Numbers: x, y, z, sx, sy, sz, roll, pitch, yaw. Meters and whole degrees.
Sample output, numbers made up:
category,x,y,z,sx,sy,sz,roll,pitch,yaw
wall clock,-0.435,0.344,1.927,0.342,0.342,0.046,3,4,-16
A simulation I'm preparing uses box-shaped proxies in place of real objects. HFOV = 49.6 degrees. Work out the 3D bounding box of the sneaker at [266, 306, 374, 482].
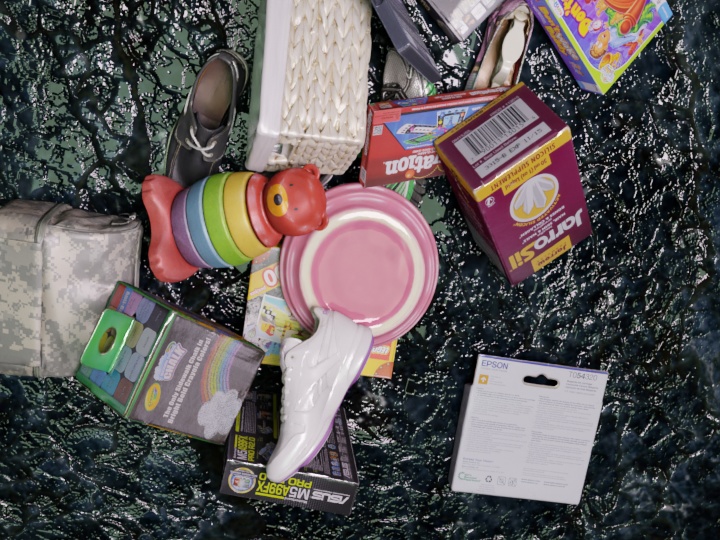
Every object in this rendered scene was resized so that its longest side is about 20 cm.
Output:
category,x,y,z,sx,sy,sz,roll,pitch,yaw
sneaker,-0.065,0.136,0.877,0.098,0.075,0.203,30,70,-6

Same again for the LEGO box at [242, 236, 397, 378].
category,x,y,z,sx,sy,sz,roll,pitch,yaw
LEGO box,-0.049,0.045,1.001,0.195,0.077,0.153,7,102,-8

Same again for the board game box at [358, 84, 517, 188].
category,x,y,z,sx,sy,sz,roll,pitch,yaw
board game box,0.095,-0.158,0.916,0.196,0.020,0.104,-12,136,-21

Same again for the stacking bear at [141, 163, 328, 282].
category,x,y,z,sx,sy,sz,roll,pitch,yaw
stacking bear,-0.132,-0.064,0.888,0.195,0.113,0.125,-11,82,18

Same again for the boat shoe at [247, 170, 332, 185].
category,x,y,z,sx,sy,sz,roll,pitch,yaw
boat shoe,-0.109,-0.102,0.969,0.198,0.057,0.068,-33,105,2

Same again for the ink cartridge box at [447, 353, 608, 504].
category,x,y,z,sx,sy,sz,roll,pitch,yaw
ink cartridge box,0.233,0.220,1.096,0.191,0.043,0.205,9,100,-8

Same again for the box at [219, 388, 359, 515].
category,x,y,z,sx,sy,sz,roll,pitch,yaw
box,-0.090,0.218,0.974,0.156,0.200,0.045,13,104,-11

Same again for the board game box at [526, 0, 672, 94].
category,x,y,z,sx,sy,sz,roll,pitch,yaw
board game box,0.276,-0.333,0.930,0.135,0.045,0.200,-48,123,-1

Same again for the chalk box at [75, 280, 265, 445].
category,x,y,z,sx,sy,sz,roll,pitch,yaw
chalk box,-0.231,0.100,0.888,0.199,0.122,0.127,33,80,-47

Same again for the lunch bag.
category,x,y,z,sx,sy,sz,roll,pitch,yaw
lunch bag,-0.345,0.026,0.928,0.163,0.140,0.205,6,104,-8

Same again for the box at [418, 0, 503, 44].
category,x,y,z,sx,sy,sz,roll,pitch,yaw
box,0.136,-0.402,0.930,0.200,0.049,0.161,-43,102,3

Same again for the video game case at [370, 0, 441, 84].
category,x,y,z,sx,sy,sz,roll,pitch,yaw
video game case,0.023,-0.310,0.857,0.019,0.142,0.203,-30,80,17

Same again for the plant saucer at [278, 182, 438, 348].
category,x,y,z,sx,sy,sz,roll,pitch,yaw
plant saucer,0.000,0.000,0.931,0.195,0.051,0.206,-1,101,-6

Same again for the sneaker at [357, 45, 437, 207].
category,x,y,z,sx,sy,sz,roll,pitch,yaw
sneaker,0.040,-0.171,0.948,0.083,0.078,0.205,-4,105,-32

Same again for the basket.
category,x,y,z,sx,sy,sz,roll,pitch,yaw
basket,-0.059,-0.220,0.879,0.120,0.135,0.206,5,79,-13

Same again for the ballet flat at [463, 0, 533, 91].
category,x,y,z,sx,sy,sz,roll,pitch,yaw
ballet flat,0.169,-0.236,0.964,0.067,0.071,0.205,13,102,-5

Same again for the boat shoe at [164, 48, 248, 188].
category,x,y,z,sx,sy,sz,roll,pitch,yaw
boat shoe,-0.193,-0.167,0.939,0.070,0.068,0.204,21,105,-12

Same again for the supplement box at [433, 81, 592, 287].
category,x,y,z,sx,sy,sz,roll,pitch,yaw
supplement box,0.187,-0.098,0.937,0.130,0.104,0.201,-34,140,1
